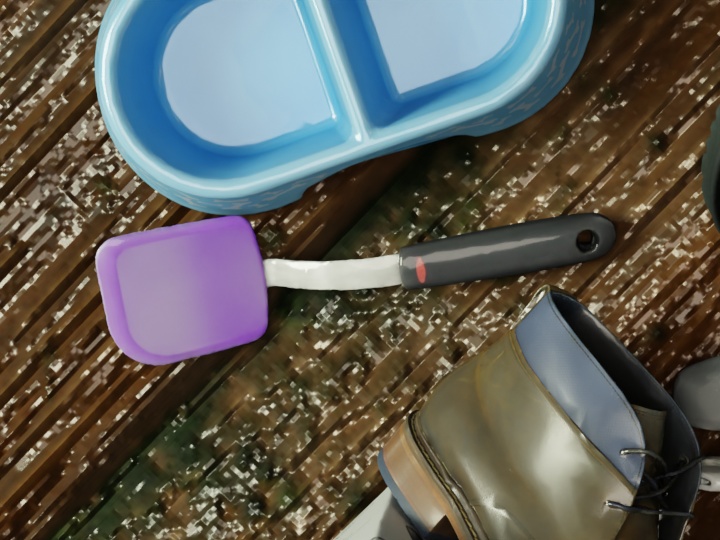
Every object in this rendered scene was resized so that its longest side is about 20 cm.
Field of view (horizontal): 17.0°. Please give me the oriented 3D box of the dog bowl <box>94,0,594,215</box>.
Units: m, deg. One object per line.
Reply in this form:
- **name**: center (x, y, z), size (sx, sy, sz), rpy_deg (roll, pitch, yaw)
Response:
- **dog bowl**: center (-0.009, -0.090, 0.916), size (0.200, 0.050, 0.112), rpy_deg (-19, 94, 6)

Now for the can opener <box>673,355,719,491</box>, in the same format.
- **can opener**: center (0.218, 0.068, 0.910), size (0.200, 0.053, 0.067), rpy_deg (3, 95, 5)

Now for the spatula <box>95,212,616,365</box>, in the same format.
- **spatula**: center (0.000, 0.000, 0.936), size (0.200, 0.021, 0.057), rpy_deg (-7, 111, 3)

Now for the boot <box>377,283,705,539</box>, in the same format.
- **boot**: center (0.091, 0.095, 0.871), size (0.200, 0.075, 0.097), rpy_deg (47, 110, 33)

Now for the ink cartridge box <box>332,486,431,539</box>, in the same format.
- **ink cartridge box**: center (0.028, 0.169, 0.862), size (0.144, 0.200, 0.084), rpy_deg (45, 98, -1)

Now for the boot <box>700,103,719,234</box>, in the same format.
- **boot**: center (0.203, -0.037, 0.821), size (0.073, 0.162, 0.198), rpy_deg (11, 128, -29)
